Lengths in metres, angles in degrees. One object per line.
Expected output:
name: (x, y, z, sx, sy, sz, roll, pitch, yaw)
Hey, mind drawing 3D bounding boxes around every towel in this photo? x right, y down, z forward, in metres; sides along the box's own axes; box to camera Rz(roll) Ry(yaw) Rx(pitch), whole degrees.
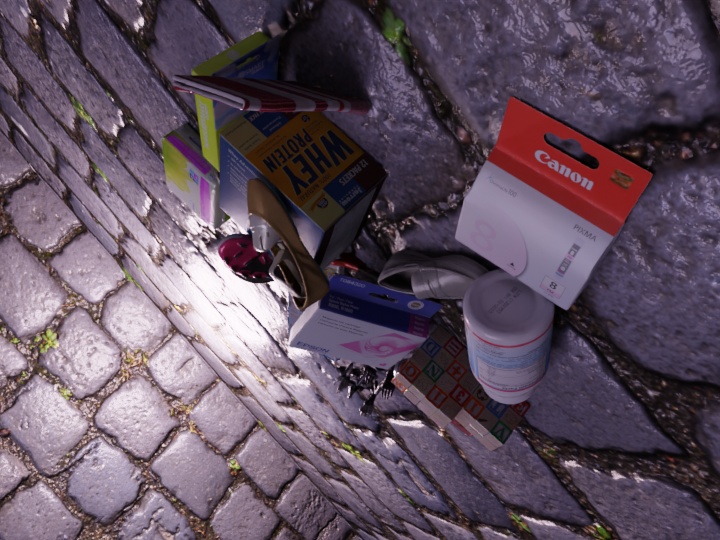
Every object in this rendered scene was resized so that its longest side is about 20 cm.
towel: (-0.104, -0.210, 0.726, 0.144, 0.199, 0.023, 26, 117, 35)

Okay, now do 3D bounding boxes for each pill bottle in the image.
pill bottle: (0.195, 0.095, 0.791, 0.108, 0.109, 0.200, 29, 155, 31)

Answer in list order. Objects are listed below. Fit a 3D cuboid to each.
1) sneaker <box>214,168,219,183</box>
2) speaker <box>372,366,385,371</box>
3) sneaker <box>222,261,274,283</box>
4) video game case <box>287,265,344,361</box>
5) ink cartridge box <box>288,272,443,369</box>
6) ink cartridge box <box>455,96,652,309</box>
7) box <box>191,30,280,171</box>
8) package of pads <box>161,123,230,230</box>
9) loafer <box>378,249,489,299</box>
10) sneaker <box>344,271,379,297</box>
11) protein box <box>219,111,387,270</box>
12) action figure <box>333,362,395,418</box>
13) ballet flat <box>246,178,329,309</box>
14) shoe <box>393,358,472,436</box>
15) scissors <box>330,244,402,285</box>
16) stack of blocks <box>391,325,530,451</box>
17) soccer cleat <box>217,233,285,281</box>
sneaker: (-0.204, -0.137, 1.128, 0.200, 0.067, 0.090, 53, 174, -32)
speaker: (-0.020, 0.119, 1.190, 0.199, 0.081, 0.081, 26, 148, 36)
sneaker: (-0.203, -0.026, 1.162, 0.106, 0.075, 0.199, 27, -169, 39)
video game case: (-0.085, 0.051, 1.108, 0.143, 0.018, 0.201, 21, 117, 43)
ink cartridge box: (0.005, 0.093, 0.993, 0.195, 0.044, 0.200, 16, 145, -18)
ink cartridge box: (0.192, -0.062, 0.646, 0.162, 0.057, 0.200, 36, 157, 20)
box: (-0.173, -0.242, 0.848, 0.048, 0.122, 0.200, 42, 154, 12)
package of pads: (-0.333, -0.188, 1.230, 0.154, 0.068, 0.200, 42, 154, 6)
loafer: (0.105, 0.016, 0.861, 0.199, 0.070, 0.070, 8, 135, 52)
sneaker: (-0.047, 0.026, 1.111, 0.199, 0.075, 0.087, 16, 136, 46)
protein box: (-0.095, -0.118, 0.895, 0.198, 0.135, 0.200, 43, 154, 7)
action figure: (-0.001, 0.259, 1.343, 0.119, 0.102, 0.200, 36, 154, -7)
ballet flat: (-0.107, -0.029, 0.813, 0.068, 0.063, 0.201, 7, 136, 51)
shoe: (0.156, 0.226, 1.098, 0.200, 0.072, 0.091, 40, 153, 0)
scissors: (0.000, 0.000, 0.969, 0.200, 0.073, 0.014, 38, 129, 41)
stack of blocks: (0.165, 0.204, 0.994, 0.200, 0.115, 0.059, 41, 154, 9)
soccer cleat: (-0.170, -0.029, 1.027, 0.200, 0.070, 0.087, 26, -151, -49)
